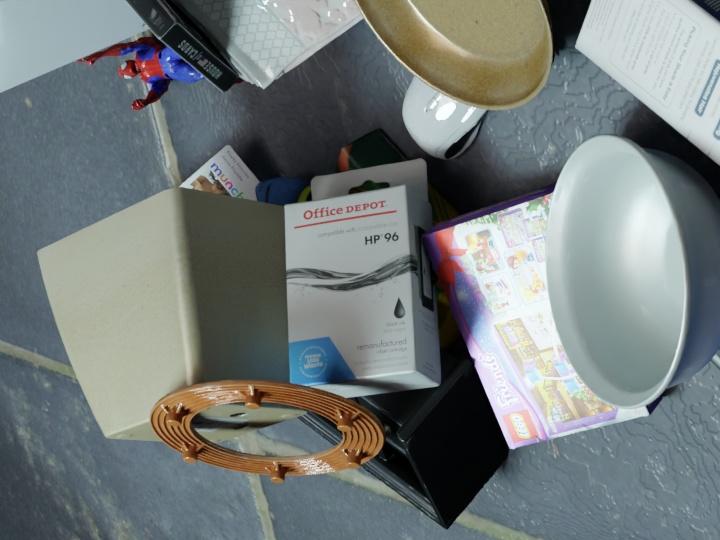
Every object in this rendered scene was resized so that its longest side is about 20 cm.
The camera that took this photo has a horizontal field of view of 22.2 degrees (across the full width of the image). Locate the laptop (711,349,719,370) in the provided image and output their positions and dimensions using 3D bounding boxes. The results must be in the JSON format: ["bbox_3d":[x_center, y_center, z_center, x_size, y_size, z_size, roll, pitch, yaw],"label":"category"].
[{"bbox_3d":[0.293,0.064,1.330,0.200,0.103,0.178,47,143,20],"label":"laptop"}]

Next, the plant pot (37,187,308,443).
[{"bbox_3d":[-0.145,0.052,1.623,0.199,0.199,0.179,-20,70,41],"label":"plant pot"}]

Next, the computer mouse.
[{"bbox_3d":[0.080,-0.152,1.501,0.110,0.044,0.200,50,144,13],"label":"computer mouse"}]

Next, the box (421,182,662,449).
[{"bbox_3d":[0.149,0.038,1.513,0.136,0.039,0.201,-17,101,33],"label":"box"}]

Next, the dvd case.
[{"bbox_3d":[-0.192,-0.245,1.542,0.200,0.025,0.150,49,-175,20],"label":"dvd case"}]

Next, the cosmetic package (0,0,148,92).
[{"bbox_3d":[-0.330,-0.303,1.782,0.200,0.199,0.123,43,142,23],"label":"cosmetic package"}]

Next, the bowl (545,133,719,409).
[{"bbox_3d":[0.222,-0.003,1.358,0.201,0.090,0.203,175,90,-68],"label":"bowl"}]

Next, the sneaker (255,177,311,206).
[{"bbox_3d":[-0.069,0.010,1.754,0.078,0.066,0.202,6,106,28],"label":"sneaker"}]

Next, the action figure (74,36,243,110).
[{"bbox_3d":[-0.198,-0.195,1.786,0.199,0.099,0.066,2,115,54],"label":"action figure"}]

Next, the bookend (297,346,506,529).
[{"bbox_3d":[0.016,0.109,1.650,0.198,0.092,0.200,35,164,28],"label":"bookend"}]

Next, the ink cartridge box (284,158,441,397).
[{"bbox_3d":[0.000,0.000,1.543,0.115,0.068,0.202,-9,73,20],"label":"ink cartridge box"}]

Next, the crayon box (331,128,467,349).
[{"bbox_3d":[0.047,-0.012,1.637,0.200,0.051,0.127,46,143,20],"label":"crayon box"}]

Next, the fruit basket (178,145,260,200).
[{"bbox_3d":[-0.134,-0.003,1.832,0.186,0.094,0.200,52,136,-4],"label":"fruit basket"}]

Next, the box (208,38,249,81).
[{"bbox_3d":[-0.102,-0.286,1.588,0.112,0.101,0.201,28,134,37],"label":"box"}]

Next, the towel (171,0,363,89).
[{"bbox_3d":[-0.077,-0.266,1.494,0.191,0.032,0.200,-35,115,24],"label":"towel"}]

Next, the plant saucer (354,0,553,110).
[{"bbox_3d":[0.072,-0.213,1.384,0.200,0.035,0.201,33,150,22],"label":"plant saucer"}]

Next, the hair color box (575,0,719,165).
[{"bbox_3d":[0.250,-0.144,1.274,0.200,0.060,0.100,44,142,24],"label":"hair color box"}]

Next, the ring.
[{"bbox_3d":[-0.078,0.139,1.538,0.200,0.199,0.019,-40,39,55],"label":"ring"}]
